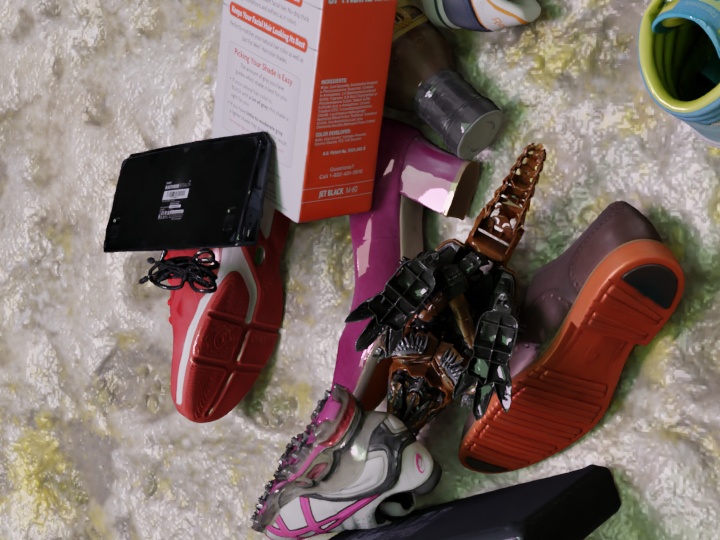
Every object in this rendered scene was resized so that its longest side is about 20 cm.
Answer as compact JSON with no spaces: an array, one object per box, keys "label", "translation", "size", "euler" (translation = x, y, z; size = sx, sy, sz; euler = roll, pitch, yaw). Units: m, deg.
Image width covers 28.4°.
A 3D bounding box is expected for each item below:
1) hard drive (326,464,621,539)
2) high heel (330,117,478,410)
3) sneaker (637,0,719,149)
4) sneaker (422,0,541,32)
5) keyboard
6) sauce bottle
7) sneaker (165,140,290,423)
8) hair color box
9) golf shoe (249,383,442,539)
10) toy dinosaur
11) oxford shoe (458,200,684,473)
[{"label":"hard drive","translation":[0.045,0.170,0.870],"size":[0.198,0.139,0.033],"euler":[-21,87,32]},{"label":"high heel","translation":[0.000,0.000,0.943],"size":[0.095,0.067,0.202],"euler":[24,100,26]},{"label":"sneaker","translation":[0.219,-0.163,0.766],"size":[0.079,0.130,0.202],"euler":[27,104,32]},{"label":"sneaker","translation":[0.092,-0.250,0.884],"size":[0.079,0.078,0.203],"euler":[15,109,37]},{"label":"keyboard","translation":[-0.113,-0.033,0.960],"size":[0.199,0.039,0.105],"euler":[0,74,56]},{"label":"sauce bottle","translation":[0.016,-0.152,0.941],"size":[0.200,0.064,0.065],"euler":[46,113,24]},{"label":"sneaker","translation":[-0.117,0.002,1.032],"size":[0.115,0.078,0.202],"euler":[14,86,41]},{"label":"hair color box","translation":[-0.035,-0.146,0.894],"size":[0.111,0.063,0.202],"euler":[34,126,45]},{"label":"golf shoe","translation":[-0.014,0.145,0.920],"size":[0.091,0.073,0.200],"euler":[30,153,-4]},{"label":"toy dinosaur","translation":[0.056,0.017,0.871],"size":[0.101,0.136,0.203],"euler":[8,106,13]},{"label":"oxford shoe","translation":[0.123,0.046,0.878],"size":[0.201,0.071,0.073],"euler":[-53,32,28]}]
